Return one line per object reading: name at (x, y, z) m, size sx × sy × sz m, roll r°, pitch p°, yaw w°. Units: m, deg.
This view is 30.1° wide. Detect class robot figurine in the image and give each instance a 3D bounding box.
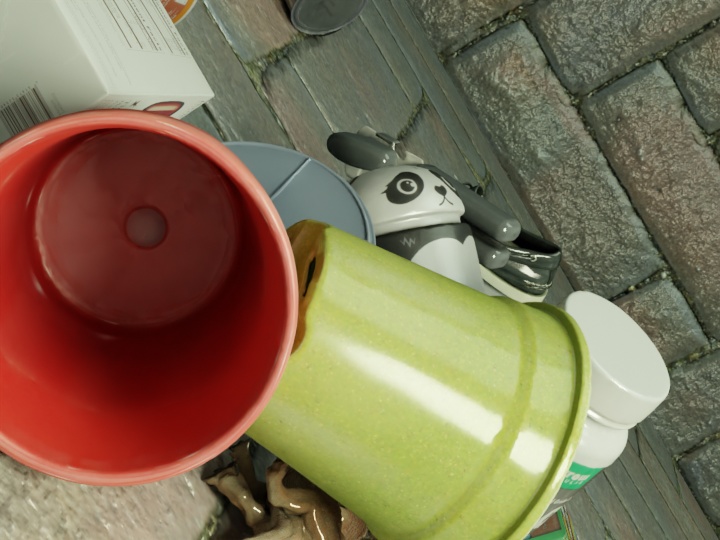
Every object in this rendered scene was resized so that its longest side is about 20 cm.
robot figurine at (0.038, 0.018, 1.056) m, size 0.150 × 0.124 × 0.202 m, roll 98°, pitch -20°, yaw -85°

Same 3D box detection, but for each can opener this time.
can opener at (0.049, -0.067, 1.194) m, size 0.200 × 0.054 × 0.067 m, roll 36°, pitch 25°, yaw 32°

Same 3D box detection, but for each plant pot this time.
plant pot at (-0.133, -0.005, 0.767) m, size 0.201 × 0.199 × 0.177 m, roll 57°, pitch 5°, yaw -15°
plant pot at (0.010, 0.068, 0.838) m, size 0.183 × 0.201 × 0.201 m, roll 31°, pitch 27°, yaw -24°

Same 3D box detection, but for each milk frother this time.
milk frother at (-0.027, -0.454, 1.911) m, size 0.189 × 0.199 × 0.180 m, roll 68°, pitch 12°, yaw 24°

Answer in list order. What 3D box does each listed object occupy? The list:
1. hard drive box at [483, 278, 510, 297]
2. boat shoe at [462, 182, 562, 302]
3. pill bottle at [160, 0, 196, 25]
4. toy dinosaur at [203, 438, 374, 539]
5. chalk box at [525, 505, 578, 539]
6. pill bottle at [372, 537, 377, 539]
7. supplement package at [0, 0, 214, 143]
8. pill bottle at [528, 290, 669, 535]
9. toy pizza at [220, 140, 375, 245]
hard drive box at (0.096, 0.104, 1.321) m, size 0.201 × 0.076 × 0.157 m, roll 101°, pitch -21°, yaw -46°
boat shoe at (0.104, -0.048, 1.263) m, size 0.199 × 0.066 × 0.074 m, roll 37°, pitch 33°, yaw 7°
pill bottle at (-0.213, -0.261, 1.092) m, size 0.113 × 0.112 × 0.200 m, roll 62°, pitch 15°, yaw 6°
toy dinosaur at (-0.036, 0.179, 0.942) m, size 0.136 × 0.085 × 0.200 m, roll 65°, pitch 19°, yaw -11°
chalk box at (0.131, 0.248, 1.210) m, size 0.125 × 0.123 × 0.201 m, roll -97°, pitch 166°, yaw -54°
pill bottle at (0.050, 0.205, 1.084) m, size 0.112 × 0.112 × 0.201 m, roll 48°, pitch 20°, yaw -41°
supplement package at (-0.198, -0.136, 0.905) m, size 0.110 × 0.113 × 0.200 m, roll 59°, pitch 15°, yaw 0°
pill bottle at (0.116, 0.114, 0.948) m, size 0.113 × 0.200 × 0.114 m, roll 28°, pitch 32°, yaw -20°
toy pizza at (-0.088, -0.018, 0.969) m, size 0.032 × 0.198 × 0.201 m, roll 95°, pitch -16°, yaw -48°
